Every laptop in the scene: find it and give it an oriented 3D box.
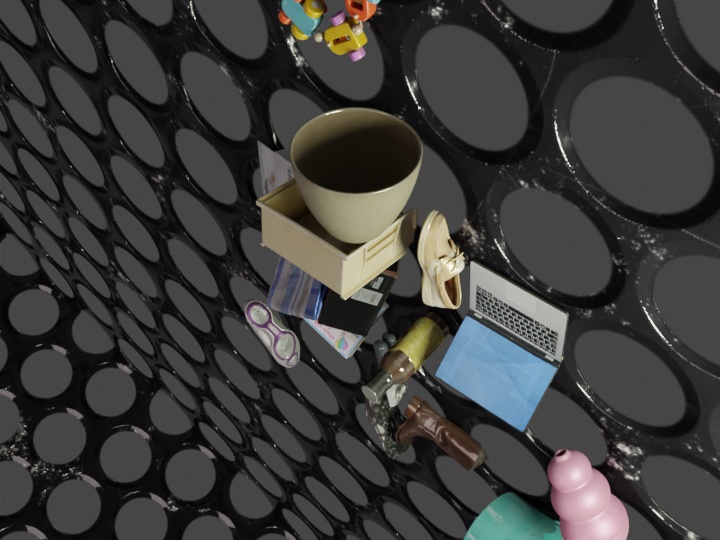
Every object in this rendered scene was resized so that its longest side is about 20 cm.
[{"bbox_3d":[0.224,0.122,1.461,0.186,0.116,0.202,30,148,28],"label":"laptop"}]

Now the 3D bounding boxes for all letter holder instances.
[{"bbox_3d":[0.000,0.000,1.647,0.099,0.144,0.201,15,142,-8],"label":"letter holder"}]

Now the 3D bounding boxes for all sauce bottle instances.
[{"bbox_3d":[0.080,0.157,1.621,0.064,0.200,0.065,33,148,25],"label":"sauce bottle"}]

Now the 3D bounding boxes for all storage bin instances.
[{"bbox_3d":[-0.035,-0.077,1.489,0.198,0.198,0.095,31,137,27],"label":"storage bin"}]

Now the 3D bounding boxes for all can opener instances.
[{"bbox_3d":[0.057,0.208,1.877,0.066,0.053,0.202,28,146,34],"label":"can opener"}]

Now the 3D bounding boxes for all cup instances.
[{"bbox_3d":[-0.007,-0.129,1.362,0.199,0.200,0.145,32,144,26],"label":"cup"}]

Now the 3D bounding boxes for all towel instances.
[{"bbox_3d":[-0.115,0.013,1.717,0.023,0.150,0.199,18,176,-31],"label":"towel"}]

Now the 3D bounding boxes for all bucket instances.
[{"bbox_3d":[0.309,0.566,1.830,0.134,0.206,0.209,38,152,36],"label":"bucket"}]

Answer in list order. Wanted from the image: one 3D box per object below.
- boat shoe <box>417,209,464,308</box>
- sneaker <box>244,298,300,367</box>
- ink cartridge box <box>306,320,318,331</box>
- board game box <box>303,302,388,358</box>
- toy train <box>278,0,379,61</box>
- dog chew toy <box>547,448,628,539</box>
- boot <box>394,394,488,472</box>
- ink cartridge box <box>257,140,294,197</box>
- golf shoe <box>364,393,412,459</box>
[{"bbox_3d":[0.138,-0.014,1.467,0.068,0.074,0.202,18,143,23],"label":"boat shoe"},{"bbox_3d":[-0.214,0.146,2.188,0.202,0.074,0.099,56,170,-16],"label":"sneaker"},{"bbox_3d":[-0.101,0.044,1.904,0.160,0.047,0.201,41,154,11],"label":"ink cartridge box"},{"bbox_3d":[-0.058,0.056,1.781,0.200,0.034,0.135,42,111,11],"label":"board game box"},{"bbox_3d":[-0.039,-0.381,1.260,0.198,0.056,0.152,25,144,31],"label":"toy train"},{"bbox_3d":[0.394,0.407,1.591,0.124,0.124,0.203,-8,113,57],"label":"dog chew toy"},{"bbox_3d":[0.174,0.375,1.922,0.198,0.064,0.188,34,148,16],"label":"boot"},{"bbox_3d":[-0.133,-0.128,1.666,0.173,0.043,0.204,41,139,55],"label":"ink cartridge box"},{"bbox_3d":[0.060,0.342,2.043,0.094,0.077,0.202,42,156,48],"label":"golf shoe"}]
